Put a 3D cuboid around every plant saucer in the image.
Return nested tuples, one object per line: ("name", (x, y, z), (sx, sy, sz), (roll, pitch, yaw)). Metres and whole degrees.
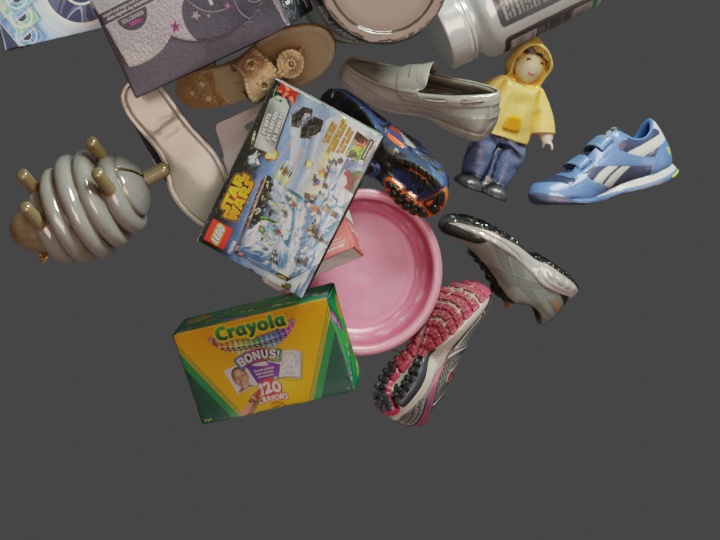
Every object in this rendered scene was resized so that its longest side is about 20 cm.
("plant saucer", (0.000, 0.000, 1.603), (0.197, 0.051, 0.204), (-1, 99, -9))

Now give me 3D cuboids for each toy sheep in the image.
("toy sheep", (-0.309, -0.077, 1.497), (0.197, 0.138, 0.140), (-20, 102, 8))

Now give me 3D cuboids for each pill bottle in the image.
("pill bottle", (0.176, -0.324, 1.550), (0.198, 0.113, 0.114), (-26, 102, -5))

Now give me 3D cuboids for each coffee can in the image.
("coffee can", (0.009, -0.328, 1.476), (0.144, 0.200, 0.149), (-1, 99, -9))

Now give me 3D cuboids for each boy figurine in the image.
("boy figurine", (0.187, -0.187, 1.600), (0.123, 0.064, 0.202), (22, 97, -9))

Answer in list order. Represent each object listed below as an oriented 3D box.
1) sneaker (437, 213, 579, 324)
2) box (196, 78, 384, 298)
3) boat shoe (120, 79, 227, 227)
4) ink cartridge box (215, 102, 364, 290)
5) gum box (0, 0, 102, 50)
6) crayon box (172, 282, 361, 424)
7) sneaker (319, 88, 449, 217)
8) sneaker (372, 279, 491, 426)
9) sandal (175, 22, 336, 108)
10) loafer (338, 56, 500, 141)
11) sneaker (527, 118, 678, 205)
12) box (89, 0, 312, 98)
("sneaker", (0.176, -0.003, 1.623), (0.199, 0.074, 0.080), (33, 97, -13))
("box", (-0.077, -0.091, 1.453), (0.136, 0.040, 0.202), (28, 99, 1))
("boat shoe", (-0.214, -0.138, 1.539), (0.075, 0.062, 0.201), (-38, 100, 0))
("ink cartridge box", (-0.084, -0.094, 1.533), (0.115, 0.067, 0.203), (-21, 78, 8))
("gum box", (-0.327, -0.357, 1.494), (0.197, 0.045, 0.173), (-14, 101, -7))
("crayon box", (-0.110, 0.099, 1.562), (0.197, 0.058, 0.120), (-14, 105, 13))
("sneaker", (0.028, -0.144, 1.579), (0.200, 0.078, 0.075), (44, 117, 2))
("sneaker", (0.096, 0.100, 1.629), (0.074, 0.081, 0.201), (34, 95, -38))
("sandal", (-0.124, -0.211, 1.489), (0.209, 0.070, 0.078), (-13, 130, 26))
("loafer", (0.071, -0.218, 1.550), (0.197, 0.070, 0.070), (18, 129, 5))
("sneaker", (0.294, -0.129, 1.625), (0.197, 0.074, 0.084), (-17, 100, -14))
("box", (-0.173, -0.293, 1.419), (0.198, 0.115, 0.134), (-21, 104, 17))
